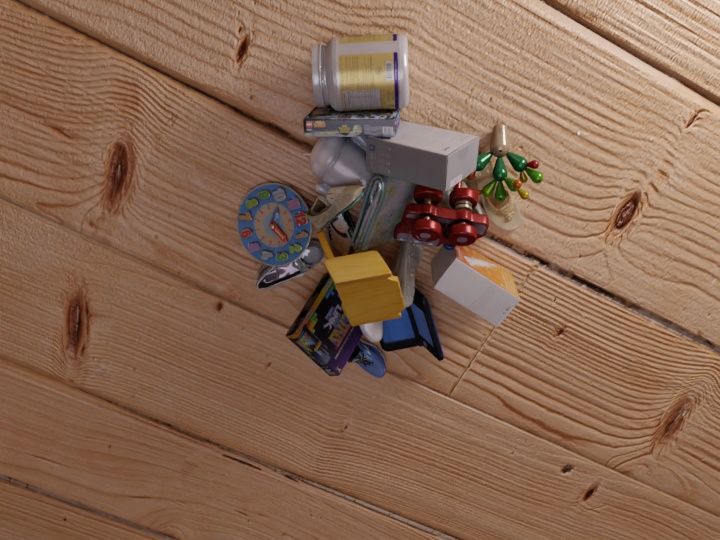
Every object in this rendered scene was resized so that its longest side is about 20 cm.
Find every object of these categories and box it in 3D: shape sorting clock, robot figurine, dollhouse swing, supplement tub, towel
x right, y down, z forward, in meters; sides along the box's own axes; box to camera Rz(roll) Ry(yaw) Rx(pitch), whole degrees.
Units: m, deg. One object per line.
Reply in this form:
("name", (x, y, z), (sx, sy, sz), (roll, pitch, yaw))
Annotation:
("shape sorting clock", (-0.212, -0.110, 1.456), (0.194, 0.039, 0.206), (2, 101, 8))
("robot figurine", (-0.033, -0.236, 1.358), (0.197, 0.113, 0.171), (32, 103, -14))
("dollhouse swing", (0.000, 0.000, 1.403), (0.176, 0.180, 0.202), (-10, 146, 6))
("supplement tub", (0.002, -0.410, 1.243), (0.194, 0.147, 0.149), (-1, 119, 5))
("towel", (0.065, -0.143, 1.374), (0.048, 0.169, 0.203), (41, 129, 24))

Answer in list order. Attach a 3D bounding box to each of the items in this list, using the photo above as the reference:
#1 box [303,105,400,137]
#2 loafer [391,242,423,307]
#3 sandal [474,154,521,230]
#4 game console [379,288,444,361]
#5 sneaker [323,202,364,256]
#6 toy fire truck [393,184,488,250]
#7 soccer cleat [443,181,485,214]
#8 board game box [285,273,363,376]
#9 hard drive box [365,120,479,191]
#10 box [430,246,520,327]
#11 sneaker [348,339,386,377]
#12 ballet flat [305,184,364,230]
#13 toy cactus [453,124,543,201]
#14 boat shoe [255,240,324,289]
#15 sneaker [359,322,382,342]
("box", (-0.014, -0.323, 1.286), (0.194, 0.138, 0.041), (2, 116, 8))
("loafer", (0.106, -0.012, 1.470), (0.069, 0.069, 0.206), (10, 86, 41))
("sandal", (0.319, -0.165, 1.399), (0.076, 0.070, 0.214), (-25, 114, 17))
("game console", (0.113, 0.145, 1.558), (0.116, 0.171, 0.204), (-26, 117, -12))
("sneaker", (-0.053, -0.102, 1.456), (0.078, 0.074, 0.203), (-19, 115, 17))
("toy fire truck", (0.181, -0.102, 1.351), (0.194, 0.115, 0.169), (7, 158, -4))
("soccer cleat", (0.229, -0.170, 1.397), (0.069, 0.078, 0.200), (-39, 109, 22))
("board game box", (-0.074, 0.136, 1.517), (0.165, 0.202, 0.056), (42, 149, -19))
("hard drive box", (0.131, -0.249, 1.271), (0.196, 0.155, 0.079), (20, 125, 30))
("box", (0.281, 0.026, 1.474), (0.197, 0.125, 0.098), (30, 116, -13))
("sneaker", (-0.006, 0.230, 1.623), (0.078, 0.090, 0.200), (-38, 110, 23))
("ballet flat", (-0.065, -0.149, 1.333), (0.062, 0.068, 0.199), (41, 142, -13))
("toy cactus", (0.305, -0.239, 1.326), (0.194, 0.102, 0.170), (0, 86, 18))
("boat shoe", (-0.178, -0.009, 1.517), (0.198, 0.065, 0.075), (-23, 116, 14))
("sneaker", (0.037, 0.085, 1.511), (0.079, 0.070, 0.206), (0, 101, 37))
